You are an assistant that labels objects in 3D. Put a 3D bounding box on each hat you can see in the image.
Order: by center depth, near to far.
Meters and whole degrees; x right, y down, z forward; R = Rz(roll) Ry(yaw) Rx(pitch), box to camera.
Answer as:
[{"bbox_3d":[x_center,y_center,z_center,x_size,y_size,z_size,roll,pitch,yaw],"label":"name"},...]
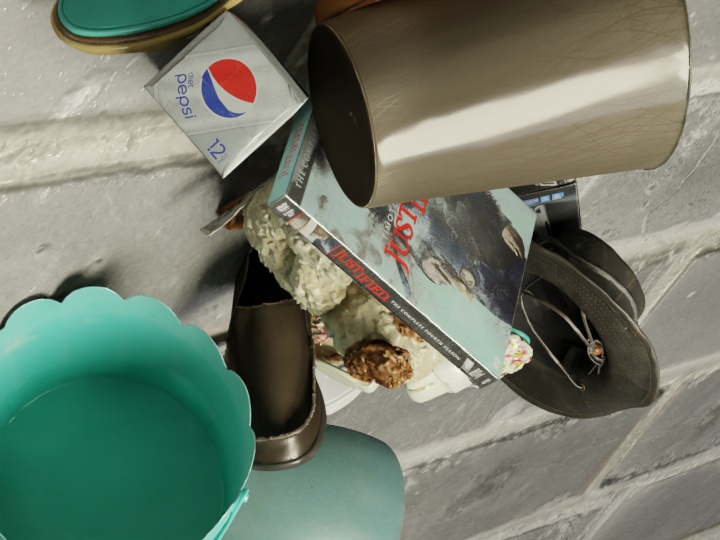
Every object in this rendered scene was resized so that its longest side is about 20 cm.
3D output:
[{"bbox_3d":[0.149,0.018,1.645,0.081,0.200,0.201,-51,164,-27],"label":"hat"}]

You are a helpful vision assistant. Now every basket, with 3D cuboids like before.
[{"bbox_3d":[0.079,-0.115,1.353,0.198,0.137,0.181,-15,141,-16],"label":"basket"}]

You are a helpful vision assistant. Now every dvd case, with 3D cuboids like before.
[{"bbox_3d":[0.031,-0.038,1.432,0.022,0.200,0.147,-26,-145,40],"label":"dvd case"}]

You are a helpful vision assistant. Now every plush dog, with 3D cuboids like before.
[{"bbox_3d":[0.000,0.000,1.525,0.160,0.172,0.200,-28,-171,35],"label":"plush dog"}]

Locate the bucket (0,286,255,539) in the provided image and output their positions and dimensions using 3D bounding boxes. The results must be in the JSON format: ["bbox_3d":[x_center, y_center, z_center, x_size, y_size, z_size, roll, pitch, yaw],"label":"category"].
[{"bbox_3d":[-0.173,0.129,1.505,0.206,0.208,0.135,-32,162,-19],"label":"bucket"}]

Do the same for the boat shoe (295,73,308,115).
[{"bbox_3d":[0.044,-0.153,1.501,0.198,0.072,0.069,-18,120,-15],"label":"boat shoe"}]

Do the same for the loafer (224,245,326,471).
[{"bbox_3d":[-0.068,0.054,1.583,0.072,0.201,0.072,-10,136,2],"label":"loafer"}]

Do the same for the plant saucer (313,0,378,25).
[{"bbox_3d":[0.060,-0.201,1.378,0.199,0.038,0.200,-22,-179,0],"label":"plant saucer"}]

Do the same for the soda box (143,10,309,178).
[{"bbox_3d":[-0.074,-0.103,1.296,0.063,0.068,0.200,-41,-176,3],"label":"soda box"}]

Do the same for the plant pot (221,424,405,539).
[{"bbox_3d":[-0.076,0.206,1.846,0.134,0.201,0.200,28,115,-28],"label":"plant pot"}]

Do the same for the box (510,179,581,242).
[{"bbox_3d":[0.064,-0.031,1.673,0.198,0.050,0.158,-13,156,2],"label":"box"}]

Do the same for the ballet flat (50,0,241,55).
[{"bbox_3d":[-0.084,-0.164,1.269,0.199,0.069,0.063,-32,157,-20],"label":"ballet flat"}]

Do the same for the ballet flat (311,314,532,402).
[{"bbox_3d":[0.028,0.063,1.658,0.076,0.198,0.064,60,44,-58],"label":"ballet flat"}]

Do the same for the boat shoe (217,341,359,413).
[{"bbox_3d":[-0.062,0.072,1.732,0.199,0.072,0.069,-11,145,-35],"label":"boat shoe"}]
